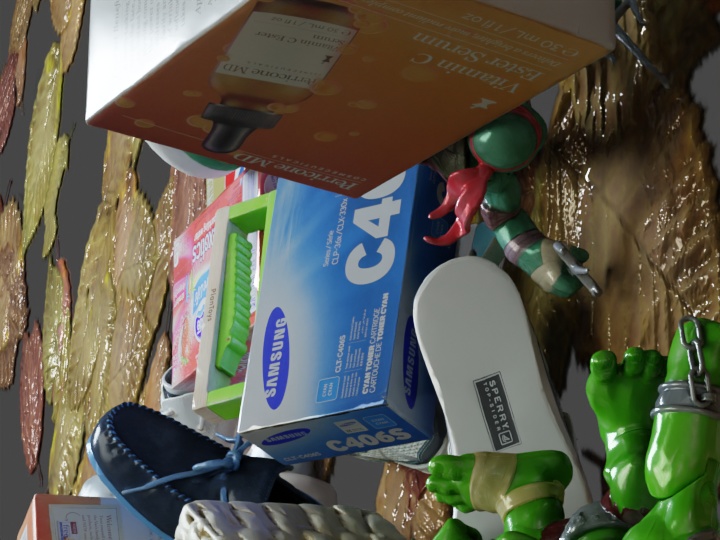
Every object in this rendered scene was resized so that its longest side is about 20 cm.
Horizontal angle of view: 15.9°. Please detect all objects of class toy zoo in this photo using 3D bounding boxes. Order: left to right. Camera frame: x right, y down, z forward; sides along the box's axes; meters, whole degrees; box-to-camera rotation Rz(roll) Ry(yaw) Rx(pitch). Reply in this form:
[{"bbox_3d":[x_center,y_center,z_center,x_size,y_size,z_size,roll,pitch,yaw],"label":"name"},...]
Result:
[{"bbox_3d":[0.000,0.000,1.366,0.200,0.020,0.131,-18,52,32],"label":"toy zoo"}]

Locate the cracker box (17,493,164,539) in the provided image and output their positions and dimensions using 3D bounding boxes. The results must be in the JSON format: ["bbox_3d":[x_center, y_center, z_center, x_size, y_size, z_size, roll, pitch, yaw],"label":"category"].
[{"bbox_3d":[-0.092,0.203,1.464,0.058,0.200,0.134,118,152,-52],"label":"cracker box"}]

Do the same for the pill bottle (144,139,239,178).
[{"bbox_3d":[-0.036,-0.144,1.438,0.200,0.113,0.113,-30,48,27],"label":"pill bottle"}]

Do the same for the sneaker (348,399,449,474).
[{"bbox_3d":[-0.001,0.074,1.406,0.200,0.086,0.078,153,121,-69],"label":"sneaker"}]

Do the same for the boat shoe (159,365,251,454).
[{"bbox_3d":[-0.102,0.080,1.751,0.072,0.068,0.200,-108,30,-52],"label":"boat shoe"}]

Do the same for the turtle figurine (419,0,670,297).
[{"bbox_3d":[0.073,-0.074,1.217,0.200,0.100,0.150,-118,41,-72],"label":"turtle figurine"}]

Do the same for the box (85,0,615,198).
[{"bbox_3d":[-0.008,-0.126,1.124,0.200,0.152,0.107,-29,54,51],"label":"box"}]

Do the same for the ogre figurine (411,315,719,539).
[{"bbox_3d":[0.095,0.115,1.082,0.200,0.098,0.120,-27,46,22],"label":"ogre figurine"}]

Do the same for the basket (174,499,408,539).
[{"bbox_3d":[-0.020,0.207,1.306,0.200,0.135,0.124,36,116,58],"label":"basket"}]

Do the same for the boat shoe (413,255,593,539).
[{"bbox_3d":[0.072,0.094,1.218,0.068,0.072,0.200,45,-152,-69],"label":"boat shoe"}]

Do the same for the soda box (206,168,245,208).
[{"bbox_3d":[-0.038,-0.071,1.599,0.200,0.068,0.064,134,138,-62],"label":"soda box"}]

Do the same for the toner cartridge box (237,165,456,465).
[{"bbox_3d":[-0.001,-0.005,1.322,0.095,0.043,0.200,-14,55,34],"label":"toner cartridge box"}]

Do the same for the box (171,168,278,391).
[{"bbox_3d":[-0.045,0.009,1.551,0.200,0.094,0.103,141,132,-66],"label":"box"}]

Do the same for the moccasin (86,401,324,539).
[{"bbox_3d":[-0.057,0.128,1.444,0.068,0.200,0.081,-57,2,40],"label":"moccasin"}]

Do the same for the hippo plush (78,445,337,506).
[{"bbox_3d":[-0.115,0.196,1.602,0.159,0.160,0.200,-175,91,-72],"label":"hippo plush"}]
